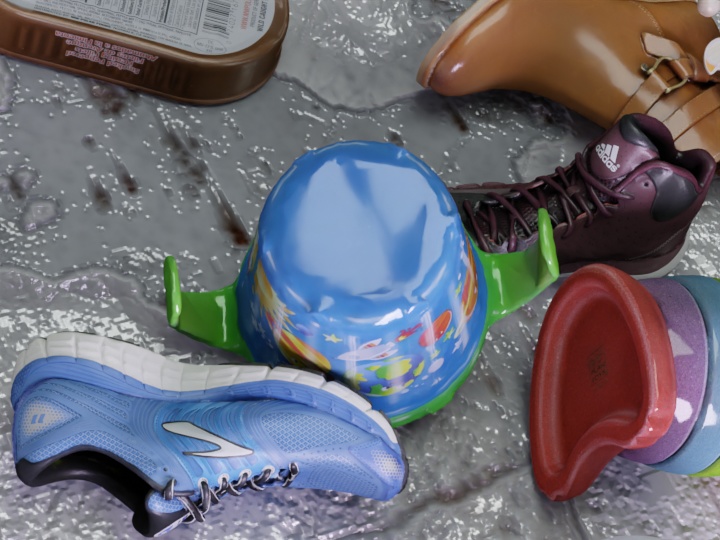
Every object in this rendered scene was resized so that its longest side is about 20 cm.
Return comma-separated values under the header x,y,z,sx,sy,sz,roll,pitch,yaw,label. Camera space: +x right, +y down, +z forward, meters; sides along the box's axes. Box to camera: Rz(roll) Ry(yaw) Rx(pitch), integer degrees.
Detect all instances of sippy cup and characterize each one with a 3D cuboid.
x,y,z,sx,sy,sz,roll,pitch,yaw,label
0.000,0.000,1.073,0.178,0.130,0.140,-41,76,-11,sippy cup

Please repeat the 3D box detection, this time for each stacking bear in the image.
x,y,z,sx,sy,sz,roll,pitch,yaw,label
0.203,0.063,1.143,0.199,0.121,0.114,8,61,-24,stacking bear

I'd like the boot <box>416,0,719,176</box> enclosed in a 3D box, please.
x,y,z,sx,sy,sz,roll,pitch,yaw,label
0.145,-0.105,1.260,0.199,0.074,0.155,-24,71,-28,boot

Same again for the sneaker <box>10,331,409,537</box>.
x,y,z,sx,sy,sz,roll,pitch,yaw,label
-0.076,0.094,1.051,0.199,0.079,0.090,8,61,-3,sneaker

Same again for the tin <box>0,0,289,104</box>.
x,y,z,sx,sy,sz,roll,pitch,yaw,label
-0.138,-0.161,1.226,0.199,0.042,0.112,14,49,-9,tin

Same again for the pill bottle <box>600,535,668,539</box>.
x,y,z,sx,sy,sz,roll,pitch,yaw,label
0.114,0.229,0.988,0.110,0.111,0.200,29,53,3,pill bottle

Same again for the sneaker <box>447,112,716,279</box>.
x,y,z,sx,sy,sz,roll,pitch,yaw,label
0.105,-0.044,1.173,0.199,0.116,0.076,-8,59,-23,sneaker

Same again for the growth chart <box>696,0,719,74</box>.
x,y,z,sx,sy,sz,roll,pitch,yaw,label
0.279,-0.084,1.277,0.144,0.018,0.201,-21,87,-35,growth chart
